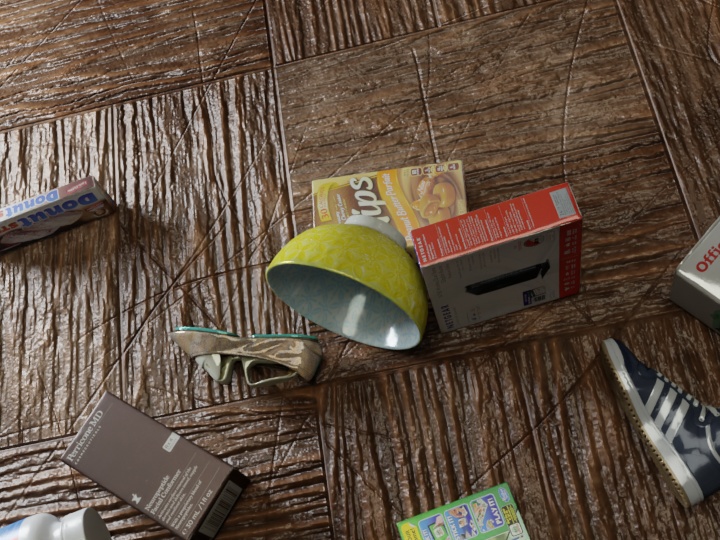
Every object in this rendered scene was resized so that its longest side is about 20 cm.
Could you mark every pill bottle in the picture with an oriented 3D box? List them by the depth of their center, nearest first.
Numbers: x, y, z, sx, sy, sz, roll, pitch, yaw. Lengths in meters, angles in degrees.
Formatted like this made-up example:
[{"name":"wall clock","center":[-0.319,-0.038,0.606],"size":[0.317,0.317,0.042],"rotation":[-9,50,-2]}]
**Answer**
[{"name":"pill bottle","center":[-0.390,0.346,1.074],"size":[0.199,0.112,0.112],"rotation":[-23,63,0]}]

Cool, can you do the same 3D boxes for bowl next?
[{"name":"bowl","center":[0.000,0.000,1.111],"size":[0.200,0.200,0.108],"rotation":[18,67,18]}]

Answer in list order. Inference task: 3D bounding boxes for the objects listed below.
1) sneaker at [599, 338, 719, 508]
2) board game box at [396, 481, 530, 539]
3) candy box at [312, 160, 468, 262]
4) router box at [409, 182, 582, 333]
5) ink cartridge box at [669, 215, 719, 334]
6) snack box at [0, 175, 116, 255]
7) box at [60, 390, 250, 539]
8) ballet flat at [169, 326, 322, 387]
[{"name":"sneaker","center":[0.353,0.148,1.040],"size":[0.108,0.070,0.200],"rotation":[-28,70,3]},{"name":"board game box","center":[0.134,0.348,1.016],"size":[0.134,0.029,0.200],"rotation":[-21,63,0]},{"name":"candy box","center":[0.040,-0.068,1.212],"size":[0.199,0.055,0.116],"rotation":[-7,65,8]},{"name":"router box","center":[0.161,-0.008,1.081],"size":[0.179,0.200,0.049],"rotation":[-17,63,4]},{"name":"ink cartridge box","center":[0.477,0.023,1.067],"size":[0.200,0.084,0.145],"rotation":[39,78,24]},{"name":"snack box","center":[-0.446,-0.072,1.302],"size":[0.199,0.072,0.024],"rotation":[-20,61,2]},{"name":"box","center":[-0.243,0.236,1.119],"size":[0.200,0.075,0.100],"rotation":[24,72,22]},{"name":"ballet flat","center":[-0.147,0.109,1.164],"size":[0.199,0.068,0.067],"rotation":[2,73,14]}]
